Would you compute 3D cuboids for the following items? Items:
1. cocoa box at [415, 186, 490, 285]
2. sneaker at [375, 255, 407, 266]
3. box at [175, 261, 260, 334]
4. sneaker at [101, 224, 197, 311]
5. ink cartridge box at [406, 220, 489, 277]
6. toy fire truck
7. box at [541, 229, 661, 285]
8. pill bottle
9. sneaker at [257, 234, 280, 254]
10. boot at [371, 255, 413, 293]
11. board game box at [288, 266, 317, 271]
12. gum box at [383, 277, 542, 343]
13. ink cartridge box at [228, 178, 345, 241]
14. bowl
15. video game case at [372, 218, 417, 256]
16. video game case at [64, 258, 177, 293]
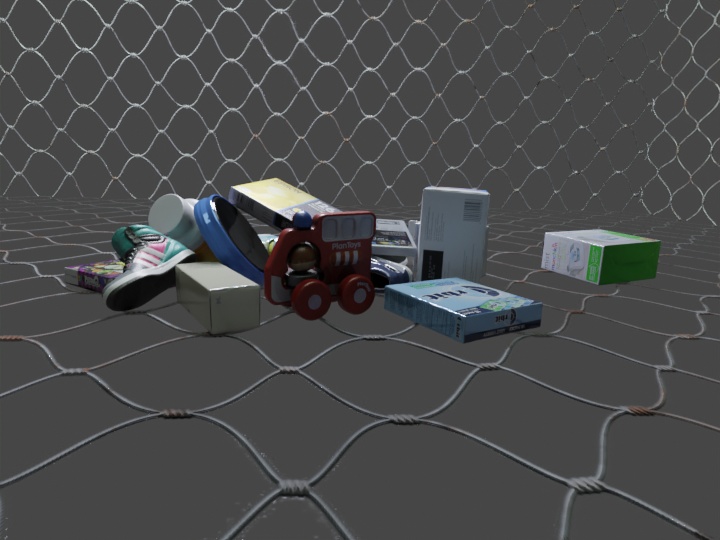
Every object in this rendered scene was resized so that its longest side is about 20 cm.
[{"bbox_3d":[0.189,-0.068,1.105,0.132,0.202,0.131,5,12,10],"label":"cocoa box"},{"bbox_3d":[0.028,-0.052,1.251,0.198,0.100,0.071,-3,11,-28],"label":"sneaker"},{"bbox_3d":[-0.232,0.037,0.854,0.082,0.069,0.200,-5,14,-30],"label":"box"},{"bbox_3d":[-0.384,-0.015,0.902,0.120,0.084,0.200,34,29,8],"label":"sneaker"},{"bbox_3d":[0.188,-0.051,1.236,0.198,0.116,0.068,7,12,28],"label":"ink cartridge box"},{"bbox_3d":[-0.065,-0.016,0.891,0.199,0.170,0.112,-5,13,-31],"label":"toy fire truck"},{"bbox_3d":[0.570,-0.035,1.278,0.198,0.098,0.176,-5,16,-26],"label":"box"},{"bbox_3d":[-0.331,-0.077,1.090,0.110,0.112,0.200,7,-14,22],"label":"pill bottle"},{"bbox_3d":[-0.225,-0.048,1.243,0.130,0.080,0.199,8,14,34],"label":"sneaker"},{"bbox_3d":[0.000,0.000,1.057,0.199,0.073,0.090,10,9,31],"label":"boot"},{"bbox_3d":[-0.111,-0.008,1.085,0.104,0.024,0.200,-31,10,9],"label":"board game box"},{"bbox_3d":[0.164,0.058,0.882,0.169,0.045,0.200,-5,15,-32],"label":"gum box"},{"bbox_3d":[-0.137,-0.137,1.130,0.197,0.047,0.200,28,31,22],"label":"ink cartridge box"},{"bbox_3d":[-0.238,-0.058,1.028,0.039,0.201,0.201,-33,9,7],"label":"bowl"},{"bbox_3d":[0.009,-0.075,1.144,0.198,0.024,0.182,3,22,-6],"label":"video game case"},{"bbox_3d":[-0.430,0.007,1.044,0.180,0.036,0.200,9,14,30],"label":"video game case"}]
